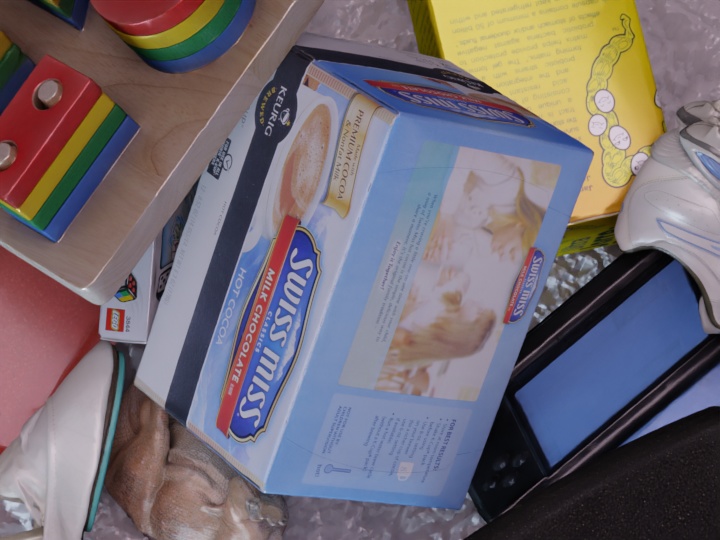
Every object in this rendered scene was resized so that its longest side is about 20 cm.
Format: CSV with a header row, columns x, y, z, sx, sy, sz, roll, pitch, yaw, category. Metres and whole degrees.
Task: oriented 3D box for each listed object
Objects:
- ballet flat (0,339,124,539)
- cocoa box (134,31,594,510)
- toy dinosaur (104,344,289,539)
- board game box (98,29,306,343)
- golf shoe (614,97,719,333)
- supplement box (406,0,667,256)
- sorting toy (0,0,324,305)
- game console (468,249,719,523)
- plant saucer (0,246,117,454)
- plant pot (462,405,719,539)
x,y,z,sx,sy,sz,roll,pitch,yaw,category
-0.165,0.133,1.534,0.069,0.069,0.200,8,99,-1,ballet flat
0.000,0.000,1.457,0.133,0.131,0.200,9,107,-39,cocoa box
-0.090,0.125,1.556,0.200,0.086,0.136,51,122,23,toy dinosaur
-0.080,-0.063,1.542,0.035,0.126,0.200,6,93,31,board game box
0.219,0.004,1.496,0.200,0.078,0.097,38,111,-3,golf shoe
0.092,-0.112,1.581,0.109,0.109,0.200,-12,82,-4,supplement box
-0.148,-0.116,1.440,0.200,0.070,0.199,30,81,37,sorting toy
0.163,0.087,1.552,0.200,0.176,0.116,-40,56,-8,game console
-0.213,-0.013,1.591,0.199,0.037,0.200,31,82,3,plant saucer
0.137,0.181,1.436,0.177,0.200,0.200,-40,86,-21,plant pot
